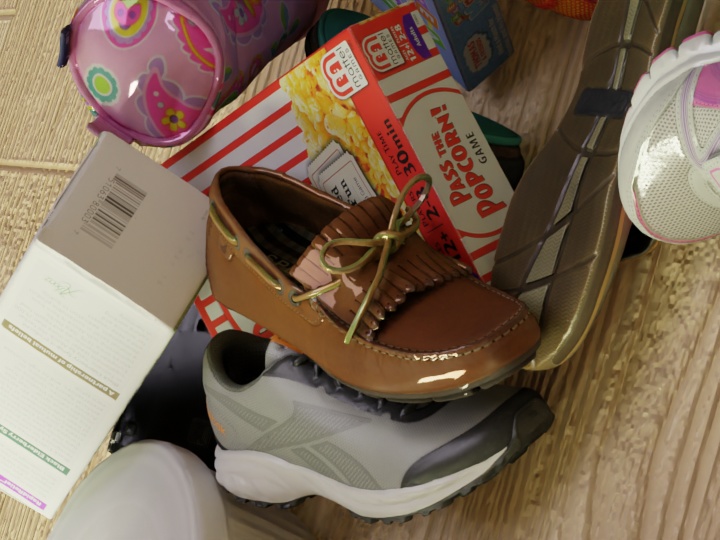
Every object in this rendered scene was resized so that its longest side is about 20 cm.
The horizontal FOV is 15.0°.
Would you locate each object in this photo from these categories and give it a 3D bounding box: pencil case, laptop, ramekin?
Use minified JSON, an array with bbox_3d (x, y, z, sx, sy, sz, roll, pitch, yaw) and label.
[{"bbox_3d":[-0.079,-0.124,1.352,0.088,0.087,0.200,-55,-1,27],"label":"pencil case"},{"bbox_3d":[-0.061,0.028,1.467,0.199,0.103,0.178,12,83,36],"label":"laptop"},{"bbox_3d":[-0.090,0.192,1.326,0.202,0.094,0.203,-39,41,44],"label":"ramekin"}]

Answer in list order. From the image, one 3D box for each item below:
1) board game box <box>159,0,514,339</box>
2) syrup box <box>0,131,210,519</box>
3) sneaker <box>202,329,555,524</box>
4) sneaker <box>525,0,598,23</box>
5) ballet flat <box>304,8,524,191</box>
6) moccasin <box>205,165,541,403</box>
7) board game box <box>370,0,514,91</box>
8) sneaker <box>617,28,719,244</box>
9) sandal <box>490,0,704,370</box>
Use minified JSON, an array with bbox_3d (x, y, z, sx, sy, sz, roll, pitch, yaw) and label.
[{"bbox_3d":[-0.009,-0.015,1.276,0.200,0.046,0.152,-32,86,51],"label":"board game box"},{"bbox_3d":[-0.138,0.031,1.324,0.200,0.081,0.079,-52,7,51],"label":"syrup box"},{"bbox_3d":[-0.001,0.063,1.219,0.199,0.074,0.080,-1,115,44],"label":"sneaker"},{"bbox_3d":[0.075,-0.184,1.287,0.073,0.077,0.200,-62,28,19],"label":"sneaker"},{"bbox_3d":[0.015,-0.067,1.335,0.200,0.068,0.069,-131,53,-59],"label":"ballet flat"},{"bbox_3d":[0.001,-0.001,1.178,0.201,0.073,0.078,31,140,51],"label":"moccasin"},{"bbox_3d":[-0.015,-0.189,1.292,0.037,0.151,0.200,-42,64,-7],"label":"board game box"},{"bbox_3d":[0.168,-0.049,1.031,0.200,0.081,0.089,-35,43,49],"label":"sneaker"},{"bbox_3d":[0.114,-0.048,1.155,0.080,0.054,0.201,21,91,63],"label":"sandal"}]
